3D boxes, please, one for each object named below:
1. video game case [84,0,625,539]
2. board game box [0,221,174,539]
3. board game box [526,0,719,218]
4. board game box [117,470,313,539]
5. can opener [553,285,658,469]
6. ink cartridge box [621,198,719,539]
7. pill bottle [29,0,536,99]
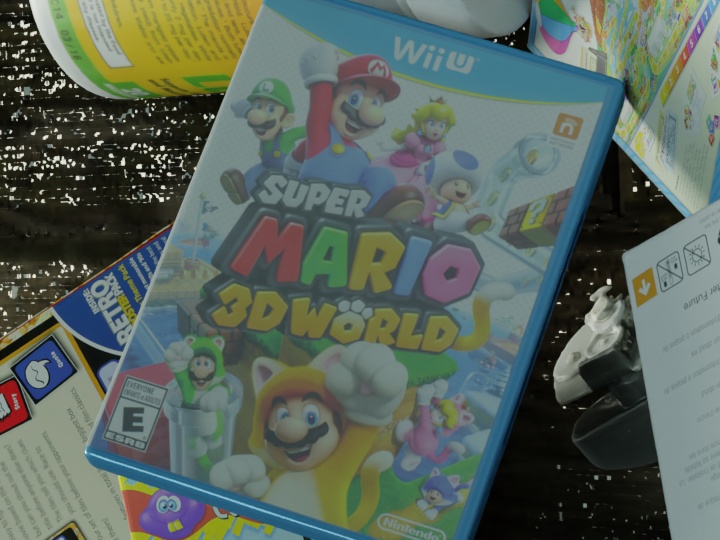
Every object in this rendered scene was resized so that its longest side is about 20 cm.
[{"bbox_3d":[0.000,0.000,0.974,0.143,0.018,0.200,17,71,10],"label":"video game case"},{"bbox_3d":[-0.123,0.096,1.135,0.200,0.046,0.152,-33,61,2],"label":"board game box"},{"bbox_3d":[0.118,-0.127,0.956,0.134,0.034,0.200,52,150,39],"label":"board game box"},{"bbox_3d":[-0.028,0.145,1.034,0.103,0.105,0.200,-11,100,-3],"label":"board game box"},{"bbox_3d":[0.157,0.010,1.014,0.200,0.053,0.066,-32,110,33],"label":"can opener"},{"bbox_3d":[0.180,0.046,0.872,0.198,0.047,0.200,-32,57,41],"label":"ink cartridge box"},{"bbox_3d":[-0.029,-0.130,1.085,0.200,0.111,0.111,-1,93,34],"label":"pill bottle"}]
